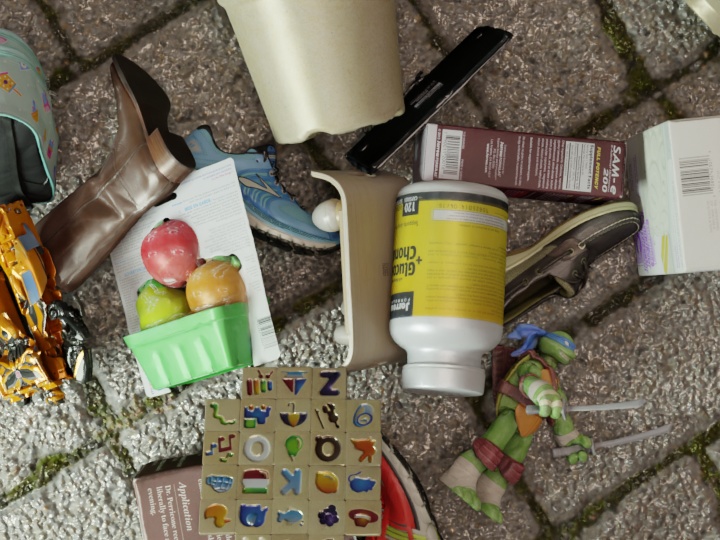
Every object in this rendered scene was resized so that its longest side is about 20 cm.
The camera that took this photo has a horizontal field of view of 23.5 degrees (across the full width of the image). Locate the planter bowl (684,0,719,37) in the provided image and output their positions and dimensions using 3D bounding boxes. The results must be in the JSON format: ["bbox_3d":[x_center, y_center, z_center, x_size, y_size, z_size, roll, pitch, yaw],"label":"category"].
[{"bbox_3d":[0.394,-0.304,1.730,0.200,0.200,0.135,45,114,-2],"label":"planter bowl"}]

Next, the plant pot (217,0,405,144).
[{"bbox_3d":[-0.039,-0.227,1.696,0.200,0.200,0.184,-14,99,-4],"label":"plant pot"}]

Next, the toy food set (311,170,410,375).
[{"bbox_3d":[0.000,0.000,1.713,0.060,0.143,0.200,-2,92,30],"label":"toy food set"}]

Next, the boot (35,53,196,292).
[{"bbox_3d":[-0.268,-0.096,1.731,0.200,0.064,0.187,-44,48,20],"label":"boot"}]

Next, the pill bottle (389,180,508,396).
[{"bbox_3d":[0.085,0.019,1.686,0.112,0.112,0.200,4,81,-4],"label":"pill bottle"}]

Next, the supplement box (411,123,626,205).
[{"bbox_3d":[0.157,-0.105,1.737,0.200,0.109,0.061,5,88,-4],"label":"supplement box"}]

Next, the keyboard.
[{"bbox_3d":[0.073,-0.167,1.742,0.200,0.104,0.040,-43,115,-4],"label":"keyboard"}]

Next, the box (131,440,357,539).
[{"bbox_3d":[-0.108,0.257,1.682,0.200,0.164,0.166,-9,88,-4],"label":"box"}]

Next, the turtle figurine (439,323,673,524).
[{"bbox_3d":[0.187,0.169,1.716,0.200,0.144,0.194,37,90,2],"label":"turtle figurine"}]

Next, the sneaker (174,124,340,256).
[{"bbox_3d":[-0.097,-0.082,1.736,0.200,0.078,0.090,28,84,-3],"label":"sneaker"}]

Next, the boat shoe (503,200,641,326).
[{"bbox_3d":[0.200,0.000,1.749,0.200,0.073,0.065,-29,60,5],"label":"boat shoe"}]

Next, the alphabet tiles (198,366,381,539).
[{"bbox_3d":[-0.063,0.181,1.597,0.166,0.006,0.200,0,62,1],"label":"alphabet tiles"}]

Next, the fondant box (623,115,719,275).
[{"bbox_3d":[0.313,-0.069,1.700,0.058,0.200,0.145,-6,89,-2],"label":"fondant box"}]

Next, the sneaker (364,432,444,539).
[{"bbox_3d":[0.033,0.259,1.738,0.085,0.077,0.200,-22,90,1],"label":"sneaker"}]

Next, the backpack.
[{"bbox_3d":[-0.379,-0.150,1.657,0.175,0.200,0.154,1,73,-2],"label":"backpack"}]

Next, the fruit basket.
[{"bbox_3d":[-0.165,0.010,1.703,0.185,0.094,0.200,-19,78,34],"label":"fruit basket"}]

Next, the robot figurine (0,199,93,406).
[{"bbox_3d":[-0.338,0.041,1.694,0.145,0.058,0.200,-21,90,37],"label":"robot figurine"}]
